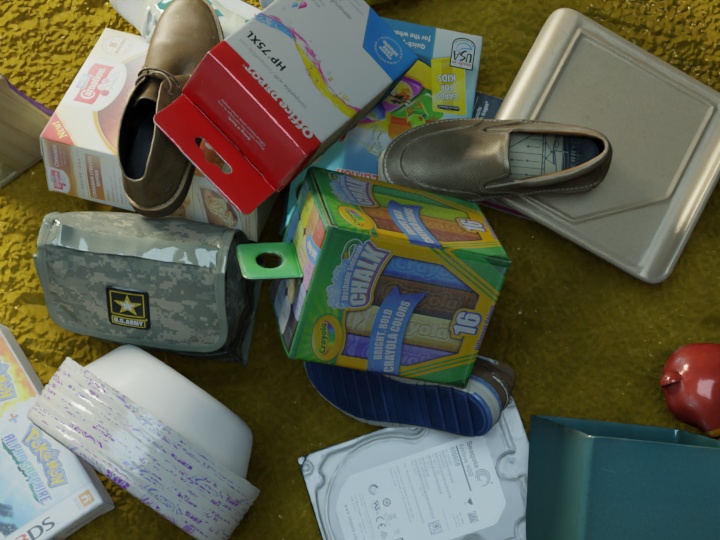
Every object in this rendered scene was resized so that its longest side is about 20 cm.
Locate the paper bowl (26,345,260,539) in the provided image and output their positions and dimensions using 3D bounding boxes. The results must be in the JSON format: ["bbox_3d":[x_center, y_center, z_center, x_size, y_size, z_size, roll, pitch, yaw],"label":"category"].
[{"bbox_3d":[-0.172,0.139,1.338,0.200,0.201,0.104,34,81,12],"label":"paper bowl"}]

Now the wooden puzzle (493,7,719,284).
[{"bbox_3d":[0.218,-0.110,1.407,0.200,0.037,0.185,28,80,2],"label":"wooden puzzle"}]

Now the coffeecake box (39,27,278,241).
[{"bbox_3d":[-0.163,-0.124,1.427,0.199,0.073,0.154,14,50,9],"label":"coffeecake box"}]

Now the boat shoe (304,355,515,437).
[{"bbox_3d":[0.044,0.094,1.384,0.199,0.072,0.072,14,37,32],"label":"boat shoe"}]

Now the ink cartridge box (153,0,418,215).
[{"bbox_3d":[-0.060,-0.149,1.296,0.116,0.067,0.200,45,54,0],"label":"ink cartridge box"}]

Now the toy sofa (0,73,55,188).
[{"bbox_3d":[-0.343,-0.151,1.420,0.097,0.200,0.083,-36,76,4],"label":"toy sofa"}]

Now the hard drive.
[{"bbox_3d":[0.059,0.198,1.385,0.199,0.038,0.140,-18,77,1],"label":"hard drive"}]

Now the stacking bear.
[{"bbox_3d":[0.355,0.087,1.344,0.199,0.121,0.114,-12,79,11],"label":"stacking bear"}]

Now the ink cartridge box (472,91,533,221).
[{"bbox_3d":[0.108,-0.112,1.448,0.199,0.037,0.095,17,81,12],"label":"ink cartridge box"}]

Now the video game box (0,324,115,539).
[{"bbox_3d":[-0.349,0.178,1.430,0.182,0.047,0.200,-34,77,-4],"label":"video game box"}]

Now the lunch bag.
[{"bbox_3d":[-0.179,0.009,1.367,0.163,0.200,0.118,9,79,7],"label":"lunch bag"}]

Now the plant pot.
[{"bbox_3d":[0.213,0.230,1.296,0.141,0.141,0.201,7,90,-13],"label":"plant pot"}]

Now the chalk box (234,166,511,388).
[{"bbox_3d":[0.000,0.000,1.292,0.199,0.125,0.124,11,115,-17],"label":"chalk box"}]

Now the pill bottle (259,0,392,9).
[{"bbox_3d":[0.000,-0.300,1.458,0.199,0.114,0.115,-11,77,4],"label":"pill bottle"}]

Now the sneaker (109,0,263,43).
[{"bbox_3d":[-0.157,-0.210,1.406,0.199,0.070,0.093,29,46,17],"label":"sneaker"}]

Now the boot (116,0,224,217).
[{"bbox_3d":[-0.158,-0.149,1.315,0.073,0.075,0.201,5,69,12],"label":"boot"}]

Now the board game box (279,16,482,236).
[{"bbox_3d":[0.019,-0.119,1.398,0.150,0.047,0.201,9,80,-8],"label":"board game box"}]

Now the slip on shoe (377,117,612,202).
[{"bbox_3d":[0.115,-0.095,1.350,0.199,0.061,0.076,2,81,-2],"label":"slip on shoe"}]
